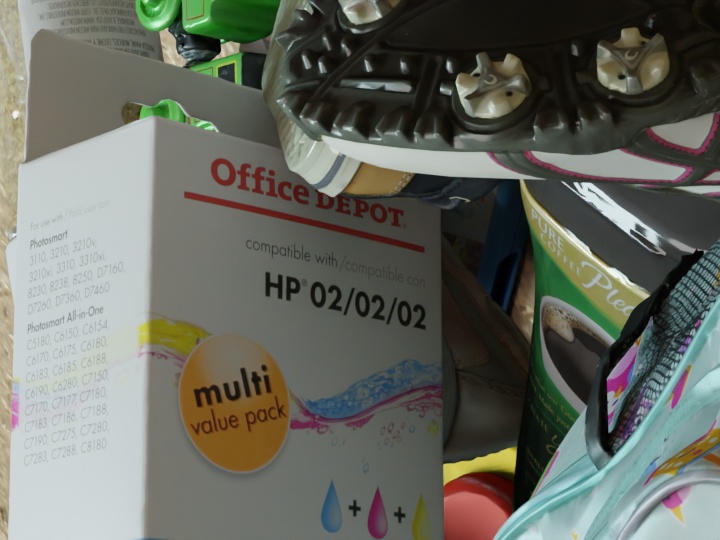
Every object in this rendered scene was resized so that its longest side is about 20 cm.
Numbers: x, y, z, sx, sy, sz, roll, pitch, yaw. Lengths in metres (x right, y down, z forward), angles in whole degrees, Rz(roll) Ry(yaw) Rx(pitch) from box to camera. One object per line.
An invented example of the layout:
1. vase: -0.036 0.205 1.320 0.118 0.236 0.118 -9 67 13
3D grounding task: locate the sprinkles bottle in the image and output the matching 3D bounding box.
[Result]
1. sprinkles bottle: -0.105 -0.082 0.941 0.068 0.068 0.200 144 119 -65

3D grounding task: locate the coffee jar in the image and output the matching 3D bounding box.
1. coffee jar: 0.097 0.020 0.740 0.104 0.085 0.200 40 150 32

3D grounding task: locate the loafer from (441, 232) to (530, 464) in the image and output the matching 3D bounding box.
1. loafer: 0.000 0.000 0.881 0.200 0.063 0.072 56 134 47

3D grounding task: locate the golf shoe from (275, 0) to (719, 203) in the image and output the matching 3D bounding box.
1. golf shoe: 0.081 -0.039 0.608 0.088 0.200 0.077 74 -165 -48

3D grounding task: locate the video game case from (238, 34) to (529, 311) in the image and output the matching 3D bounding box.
1. video game case: 0.002 -0.026 0.946 0.143 0.018 0.200 49 153 24

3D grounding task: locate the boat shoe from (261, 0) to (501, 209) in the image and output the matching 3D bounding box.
1. boat shoe: 0.009 -0.070 0.775 0.200 0.062 0.075 -103 30 -67

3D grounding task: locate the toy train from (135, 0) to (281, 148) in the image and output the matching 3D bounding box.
1. toy train: -0.044 -0.042 0.861 0.056 0.042 0.200 -12 77 45

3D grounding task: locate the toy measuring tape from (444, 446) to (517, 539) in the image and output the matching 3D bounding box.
1. toy measuring tape: 0.022 0.068 0.918 0.200 0.074 0.074 30 145 20

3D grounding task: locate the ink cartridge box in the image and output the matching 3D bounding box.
1. ink cartridge box: -0.038 0.027 0.764 0.068 0.115 0.200 -15 70 45

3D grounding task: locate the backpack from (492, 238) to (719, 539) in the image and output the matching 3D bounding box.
1. backpack: 0.119 0.077 0.575 0.176 0.153 0.200 39 149 2
